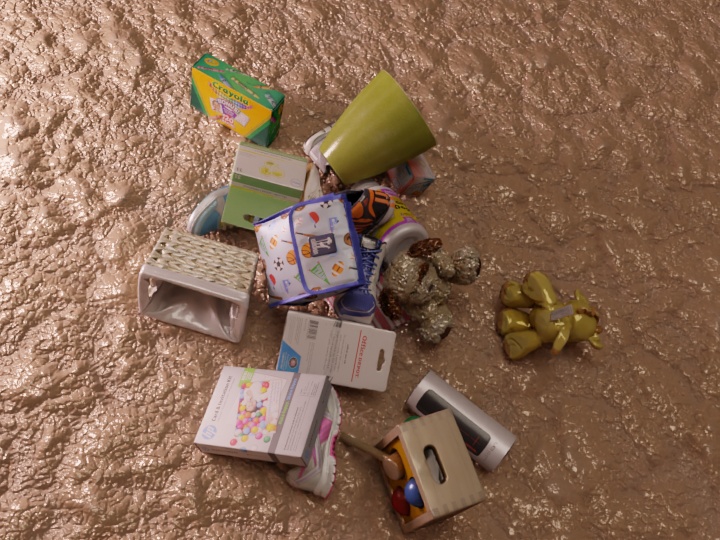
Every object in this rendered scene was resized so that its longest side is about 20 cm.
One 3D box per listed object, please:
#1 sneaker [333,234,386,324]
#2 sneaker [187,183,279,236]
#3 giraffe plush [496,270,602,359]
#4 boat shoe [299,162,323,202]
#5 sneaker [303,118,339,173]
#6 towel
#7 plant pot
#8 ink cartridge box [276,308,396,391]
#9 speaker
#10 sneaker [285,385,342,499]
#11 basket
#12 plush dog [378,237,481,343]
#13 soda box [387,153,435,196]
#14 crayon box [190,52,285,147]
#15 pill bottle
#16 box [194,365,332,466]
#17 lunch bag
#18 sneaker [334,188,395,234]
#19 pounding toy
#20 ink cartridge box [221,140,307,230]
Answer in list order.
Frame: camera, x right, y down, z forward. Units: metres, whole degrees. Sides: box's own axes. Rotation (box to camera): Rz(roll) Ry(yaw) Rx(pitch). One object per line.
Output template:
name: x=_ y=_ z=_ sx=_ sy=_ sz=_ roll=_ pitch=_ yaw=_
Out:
sneaker: x=0.000 y=0.000 z=1.632 sx=0.080 sy=0.116 sz=0.200 roll=9 pitch=34 yaw=2
sneaker: x=-0.233 y=-0.105 z=1.731 sx=0.130 sy=0.080 sz=0.200 roll=41 pitch=58 yaw=16
giraffe plush: x=0.387 y=0.094 z=1.714 sx=0.161 sy=0.199 sz=0.174 roll=8 pitch=85 yaw=-37
boat shoe: x=-0.104 y=-0.133 z=1.794 sx=0.069 sy=0.071 sz=0.201 roll=28 pitch=47 yaw=-23
sneaker: x=-0.014 y=-0.276 z=1.888 sx=0.199 sy=0.075 sz=0.116 roll=-35 pitch=80 yaw=-1
towel: x=0.035 y=0.056 z=1.724 sx=0.199 sy=0.030 sz=0.147 roll=-21 pitch=65 yaw=-28
plant pot: x=0.021 y=-0.270 z=1.787 sx=0.200 sy=0.187 sz=0.187 roll=-37 pitch=69 yaw=2
ink cartridge box: x=-0.045 y=0.145 z=1.590 sx=0.199 sy=0.068 sz=0.117 roll=11 pitch=89 yaw=-6
speaker: x=0.181 y=0.272 z=1.584 sx=0.200 sy=0.081 sz=0.081 roll=38 pitch=57 yaw=11
sneaker: x=-0.083 y=0.285 z=1.507 sx=0.088 sy=0.081 sz=0.201 roll=9 pitch=59 yaw=-6
basket: x=-0.290 y=0.024 z=1.601 sx=0.199 sy=0.136 sz=0.124 roll=17 pitch=51 yaw=-2
plush dog: x=0.109 y=0.016 z=1.644 sx=0.160 sy=0.171 sz=0.201 roll=30 pitch=94 yaw=36
soda box: x=0.085 y=-0.258 z=1.906 sx=0.068 sy=0.064 sz=0.201 roll=3 pitch=54 yaw=-41
crayon box: x=-0.263 y=-0.360 z=1.866 sx=0.199 sy=0.119 sz=0.058 roll=29 pitch=55 yaw=7
pill bottle: x=0.048 y=-0.101 z=1.764 sx=0.104 sy=0.105 sz=0.200 roll=-15 pitch=44 yaw=-22
box: x=-0.164 y=0.244 z=1.494 sx=0.199 sy=0.041 sz=0.157 roll=3 pitch=53 yaw=21
lunch bag: x=-0.085 y=-0.033 z=1.559 sx=0.123 sy=0.199 sz=0.171 roll=-6 pitch=83 yaw=-50
sneaker: x=-0.035 y=-0.095 z=1.690 sx=0.112 sy=0.200 sz=0.078 roll=15 pitch=41 yaw=-40
pounding toy: x=0.081 y=0.328 z=1.476 sx=0.141 sy=0.184 sz=0.201 roll=-14 pitch=70 yaw=-22
ink cartridge box: x=-0.185 y=-0.160 z=1.714 sx=0.145 sy=0.048 sz=0.201 roll=14 pitch=43 yaw=-10
